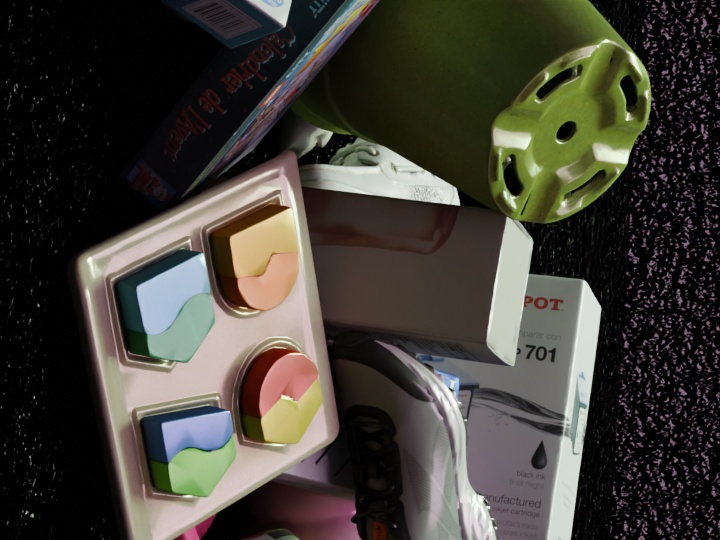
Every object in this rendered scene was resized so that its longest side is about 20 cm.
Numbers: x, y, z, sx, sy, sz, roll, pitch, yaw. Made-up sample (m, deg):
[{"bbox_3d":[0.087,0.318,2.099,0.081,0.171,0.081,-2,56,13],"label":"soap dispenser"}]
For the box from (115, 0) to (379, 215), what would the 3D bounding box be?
[{"bbox_3d":[-0.044,-0.126,1.351,0.200,0.038,0.137,-48,178,29],"label":"box"}]

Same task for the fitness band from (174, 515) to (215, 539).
[{"bbox_3d":[-0.109,0.088,1.438,0.200,0.037,0.144,79,21,-51],"label":"fitness band"}]

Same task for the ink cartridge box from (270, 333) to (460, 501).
[{"bbox_3d":[-0.014,0.094,1.516,0.200,0.044,0.095,21,71,-50],"label":"ink cartridge box"}]

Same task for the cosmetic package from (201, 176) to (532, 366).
[{"bbox_3d":[0.000,0.000,1.500,0.103,0.199,0.088,43,57,-74],"label":"cosmetic package"}]

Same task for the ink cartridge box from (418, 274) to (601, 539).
[{"bbox_3d":[0.087,0.104,1.725,0.086,0.146,0.201,44,53,-70],"label":"ink cartridge box"}]

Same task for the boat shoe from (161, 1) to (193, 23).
[{"bbox_3d":[-0.091,-0.173,1.364,0.200,0.070,0.070,66,44,-63],"label":"boat shoe"}]

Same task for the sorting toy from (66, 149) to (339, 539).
[{"bbox_3d":[-0.079,0.048,1.354,0.200,0.036,0.186,-32,120,-45],"label":"sorting toy"}]

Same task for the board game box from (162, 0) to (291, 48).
[{"bbox_3d":[-0.085,-0.242,1.239,0.151,0.047,0.201,32,58,-37],"label":"board game box"}]

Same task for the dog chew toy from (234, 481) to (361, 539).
[{"bbox_3d":[-0.031,0.144,1.616,0.125,0.124,0.201,-43,128,-69],"label":"dog chew toy"}]

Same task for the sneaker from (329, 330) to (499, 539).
[{"bbox_3d":[0.026,0.128,1.473,0.079,0.074,0.201,-38,118,-36],"label":"sneaker"}]

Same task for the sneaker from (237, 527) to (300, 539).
[{"bbox_3d":[-0.051,0.211,1.463,0.200,0.090,0.075,-21,129,-64],"label":"sneaker"}]

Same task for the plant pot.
[{"bbox_3d":[0.073,-0.126,1.450,0.199,0.190,0.201,-22,134,-24],"label":"plant pot"}]

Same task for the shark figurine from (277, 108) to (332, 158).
[{"bbox_3d":[-0.013,-0.189,1.653,0.128,0.089,0.215,-44,-161,57],"label":"shark figurine"}]

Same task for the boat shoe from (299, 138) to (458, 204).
[{"bbox_3d":[0.005,-0.062,1.659,0.200,0.070,0.070,10,75,-60],"label":"boat shoe"}]
